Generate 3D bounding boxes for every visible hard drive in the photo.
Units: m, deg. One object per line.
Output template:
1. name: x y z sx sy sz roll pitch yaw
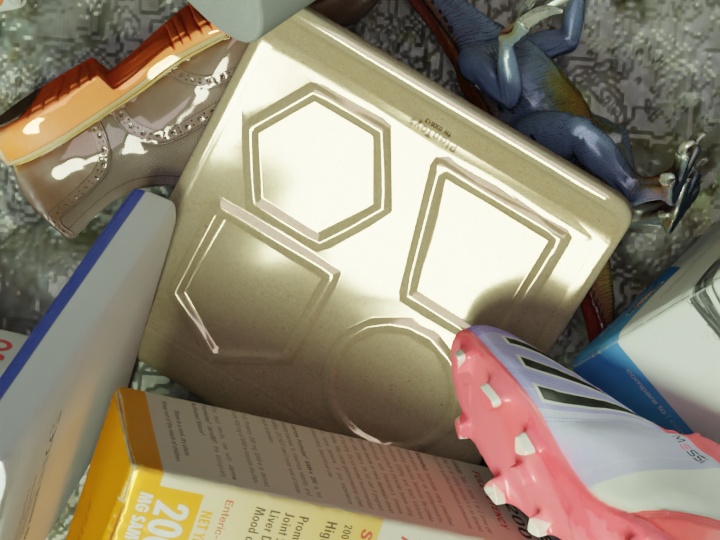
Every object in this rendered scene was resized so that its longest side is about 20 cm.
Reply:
1. hard drive: -0.132 0.067 0.734 0.025 0.200 0.132 21 122 1

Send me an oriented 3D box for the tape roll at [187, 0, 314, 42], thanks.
1. tape roll: -0.072 -0.192 0.702 0.066 0.200 0.201 -35 88 -10

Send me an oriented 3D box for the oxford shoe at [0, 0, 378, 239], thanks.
1. oxford shoe: -0.072 -0.085 0.828 0.199 0.071 0.073 -27 109 6

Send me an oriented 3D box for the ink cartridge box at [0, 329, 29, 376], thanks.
1. ink cartridge box: -0.255 0.072 0.782 0.199 0.148 0.086 14 112 2

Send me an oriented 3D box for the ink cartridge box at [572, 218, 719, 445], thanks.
1. ink cartridge box: 0.198 0.000 0.718 0.145 0.200 0.084 -39 88 -27

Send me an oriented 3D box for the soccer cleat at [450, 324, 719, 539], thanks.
1. soccer cleat: 0.105 0.081 0.714 0.076 0.200 0.067 -19 126 -20

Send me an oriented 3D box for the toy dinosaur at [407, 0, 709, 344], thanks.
1. toy dinosaur: 0.068 -0.080 0.802 0.181 0.105 0.201 28 99 16

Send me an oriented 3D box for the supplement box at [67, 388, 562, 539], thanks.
1. supplement box: -0.026 0.140 0.760 0.199 0.074 0.126 14 109 -19

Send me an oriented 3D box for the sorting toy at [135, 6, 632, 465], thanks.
1. sorting toy: 0.000 0.000 0.804 0.185 0.036 0.200 31 115 2

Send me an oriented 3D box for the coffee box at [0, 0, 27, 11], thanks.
1. coffee box: -0.267 -0.224 0.723 0.197 0.200 0.201 -6 73 18
